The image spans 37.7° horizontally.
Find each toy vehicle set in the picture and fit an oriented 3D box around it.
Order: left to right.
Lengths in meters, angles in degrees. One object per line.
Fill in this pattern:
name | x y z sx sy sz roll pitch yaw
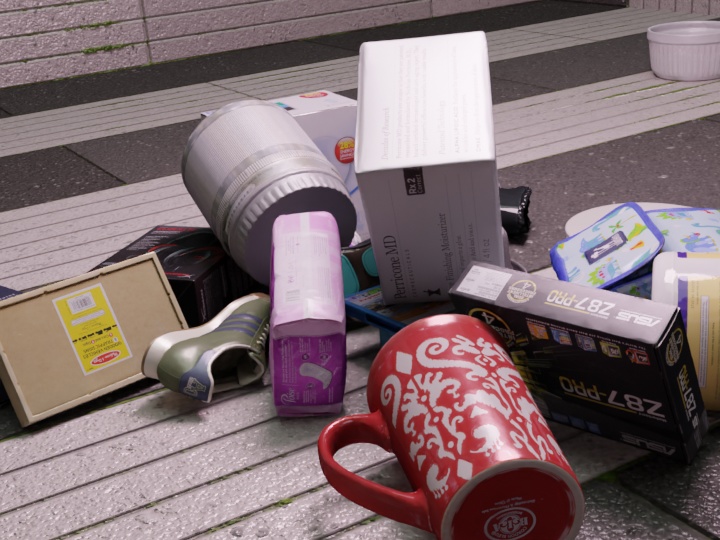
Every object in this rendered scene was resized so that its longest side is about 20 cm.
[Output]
toy vehicle set | -0.278 0.067 1.090 0.200 0.124 0.027 -21 -4 -37

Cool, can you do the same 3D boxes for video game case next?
video game case | 0.090 0.039 1.088 0.143 0.018 0.200 -18 22 -30

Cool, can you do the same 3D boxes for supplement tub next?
supplement tub | 0.365 0.057 0.950 0.200 0.146 0.145 2 22 16

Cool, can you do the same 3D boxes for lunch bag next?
lunch bag | 0.310 0.005 1.118 0.200 0.128 0.170 -3 20 3

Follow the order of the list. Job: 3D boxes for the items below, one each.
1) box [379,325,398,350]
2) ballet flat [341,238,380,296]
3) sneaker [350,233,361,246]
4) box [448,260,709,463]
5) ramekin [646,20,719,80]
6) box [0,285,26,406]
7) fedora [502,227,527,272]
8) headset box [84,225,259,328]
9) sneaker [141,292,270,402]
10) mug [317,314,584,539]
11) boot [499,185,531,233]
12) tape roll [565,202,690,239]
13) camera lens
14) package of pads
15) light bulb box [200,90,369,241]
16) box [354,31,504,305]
box | 0.123 0.063 1.118 0.200 0.049 0.082 -19 25 -33
ballet flat | 0.000 0.000 1.204 0.200 0.073 0.073 -22 20 6
sneaker | -0.041 -0.035 1.331 0.080 0.089 0.200 -25 21 2
box | 0.188 0.077 0.911 0.200 0.161 0.049 14 56 38
ramekin | 0.743 -0.491 2.357 0.200 0.105 0.200 -4 20 1
box | -0.452 0.079 1.120 0.200 0.104 0.148 11 25 36
fedora | 0.100 -0.018 1.273 0.200 0.090 0.177 0 21 13
headset box | -0.221 0.004 1.305 0.149 0.075 0.200 4 22 20
sneaker | -0.128 0.087 1.104 0.090 0.067 0.200 27 28 27
mug | 0.073 0.152 0.833 0.178 0.133 0.200 -41 26 7
boot | 0.147 -0.071 1.439 0.162 0.073 0.198 4 22 14
tape roll | 0.365 -0.042 1.358 0.203 0.037 0.203 -5 21 2
camera lens | -0.112 -0.095 1.253 0.160 0.160 0.200 -14 44 -24
package of pads | -0.055 0.039 1.061 0.076 0.121 0.200 -1 34 -4
light bulb box | -0.100 -0.128 1.452 0.198 0.200 0.125 -15 22 -24
box | 0.074 -0.103 1.074 0.131 0.199 0.200 -5 49 8
